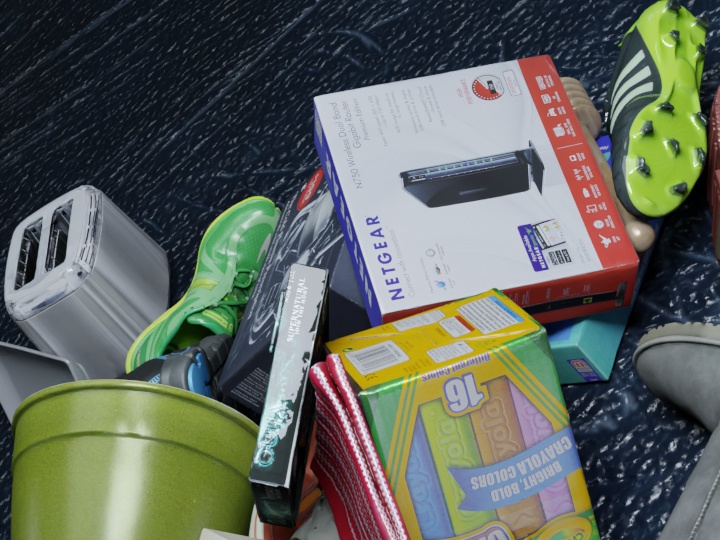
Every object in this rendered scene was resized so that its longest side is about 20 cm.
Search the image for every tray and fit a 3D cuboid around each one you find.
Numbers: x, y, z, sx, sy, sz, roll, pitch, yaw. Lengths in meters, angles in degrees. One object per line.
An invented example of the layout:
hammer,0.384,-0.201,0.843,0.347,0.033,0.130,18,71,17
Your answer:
tray,-0.281,0.109,1.673,0.022,0.108,0.199,-35,24,-29

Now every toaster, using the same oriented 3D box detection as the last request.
toaster,-0.250,0.019,1.705,0.113,0.129,0.201,-28,35,19

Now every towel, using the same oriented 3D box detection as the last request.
towel,0.001,0.146,1.128,0.022,0.200,0.146,-19,70,-9

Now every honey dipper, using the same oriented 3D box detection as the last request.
honey dipper,0.170,-0.072,1.330,0.038,0.038,0.201,-36,36,14

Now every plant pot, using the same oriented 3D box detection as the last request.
plant pot,-0.170,0.212,1.354,0.199,0.200,0.195,-20,51,35

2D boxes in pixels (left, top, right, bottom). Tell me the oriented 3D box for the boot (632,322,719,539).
boot,0.204,0.132,1.114,0.181,0.072,0.201,0,59,52

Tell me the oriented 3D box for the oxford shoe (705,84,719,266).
oxford shoe,0.275,-0.065,1.274,0.074,0.071,0.201,0,37,6

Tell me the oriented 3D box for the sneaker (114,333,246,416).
sneaker,-0.141,0.090,1.460,0.081,0.200,0.074,-12,83,9

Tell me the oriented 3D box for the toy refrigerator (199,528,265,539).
toy refrigerator,-0.084,0.274,1.194,0.070,0.075,0.202,12,87,54

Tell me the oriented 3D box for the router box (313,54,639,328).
router box,0.075,-0.048,1.287,0.178,0.049,0.201,-11,53,-9

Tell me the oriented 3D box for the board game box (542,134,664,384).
board game box,0.139,-0.007,1.362,0.151,0.045,0.201,-10,46,43

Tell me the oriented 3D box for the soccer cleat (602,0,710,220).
soccer cleat,0.202,-0.104,1.311,0.081,0.067,0.201,-43,25,47

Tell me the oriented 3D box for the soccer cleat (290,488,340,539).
soccer cleat,-0.009,0.167,1.279,0.077,0.070,0.201,2,50,-1

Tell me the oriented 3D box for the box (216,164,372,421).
box,0.000,0.000,1.409,0.182,0.104,0.201,-41,24,48

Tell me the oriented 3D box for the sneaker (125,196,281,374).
sneaker,-0.121,0.031,1.604,0.201,0.074,0.083,-57,29,-2

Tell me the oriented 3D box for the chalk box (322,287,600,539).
chalk box,0.069,0.133,1.156,0.123,0.202,0.124,-19,15,-8

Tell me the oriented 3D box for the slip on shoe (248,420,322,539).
slip on shoe,-0.037,0.183,1.328,0.061,0.074,0.201,-15,40,19

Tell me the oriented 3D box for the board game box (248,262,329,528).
board game box,-0.044,0.086,1.202,0.200,0.028,0.137,94,-173,-75
